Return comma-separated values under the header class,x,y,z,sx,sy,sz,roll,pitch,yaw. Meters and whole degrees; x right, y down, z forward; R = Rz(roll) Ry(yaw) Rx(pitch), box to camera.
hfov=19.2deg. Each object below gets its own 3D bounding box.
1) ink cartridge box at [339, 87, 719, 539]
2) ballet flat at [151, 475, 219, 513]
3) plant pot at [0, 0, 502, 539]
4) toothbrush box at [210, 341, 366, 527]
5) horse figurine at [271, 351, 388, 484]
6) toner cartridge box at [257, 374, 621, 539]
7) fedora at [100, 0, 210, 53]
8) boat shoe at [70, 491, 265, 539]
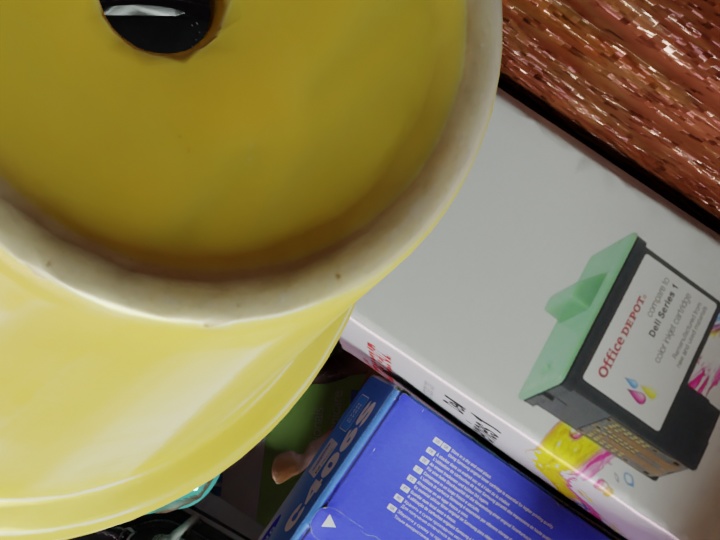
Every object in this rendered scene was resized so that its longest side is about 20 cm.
class,x,y,z,sx,sy,sz,roll,pitch,yaw
ink cartridge box,0.092,0.039,0.660,0.200,0.084,0.145,34,175,5
ballet flat,-0.114,0.009,0.793,0.070,0.067,0.200,40,-166,-46
plant pot,-0.069,-0.041,0.468,0.201,0.201,0.189,36,159,-15
toothbrush box,0.015,0.070,0.883,0.199,0.086,0.146,5,-173,-4
horse figurine,0.000,0.000,0.788,0.200,0.132,0.050,57,171,40
toner cartridge box,0.061,0.128,0.677,0.200,0.095,0.043,36,175,-10
fedora,-0.079,-0.054,0.692,0.201,0.200,0.092,39,-153,-41
boat shoe,-0.066,0.126,0.764,0.199,0.074,0.068,25,-159,23
